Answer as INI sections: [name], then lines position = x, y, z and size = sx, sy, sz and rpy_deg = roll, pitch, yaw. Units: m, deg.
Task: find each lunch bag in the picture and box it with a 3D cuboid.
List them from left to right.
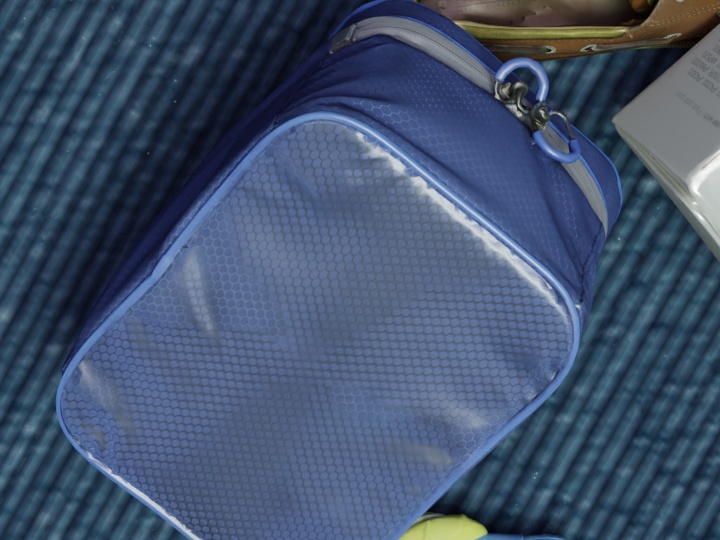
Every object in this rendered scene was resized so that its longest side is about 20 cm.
[lunch bag]
position = 0.000, 0.000, 0.894
size = 0.136, 0.132, 0.200
rpy_deg = 41, 117, -9

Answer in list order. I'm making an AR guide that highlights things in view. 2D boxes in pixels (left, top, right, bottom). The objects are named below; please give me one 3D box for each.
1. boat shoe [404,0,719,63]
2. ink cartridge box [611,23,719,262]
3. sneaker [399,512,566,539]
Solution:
[boat shoe]
position = 0.108, -0.113, 0.931
size = 0.199, 0.068, 0.072
rpy_deg = -17, 94, -1
[ink cartridge box]
position = 0.214, -0.059, 0.913
size = 0.200, 0.083, 0.145
rpy_deg = -41, 116, 2
[sneaker]
position = 0.055, 0.191, 0.953
size = 0.104, 0.076, 0.201
rpy_deg = -4, 91, -3
